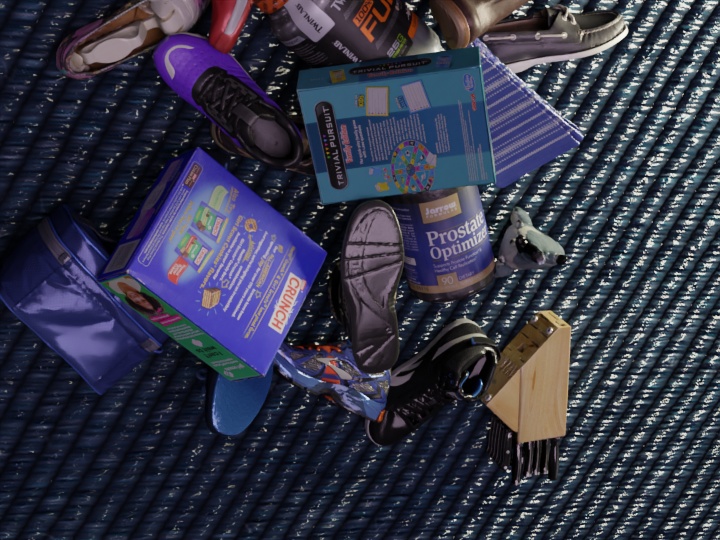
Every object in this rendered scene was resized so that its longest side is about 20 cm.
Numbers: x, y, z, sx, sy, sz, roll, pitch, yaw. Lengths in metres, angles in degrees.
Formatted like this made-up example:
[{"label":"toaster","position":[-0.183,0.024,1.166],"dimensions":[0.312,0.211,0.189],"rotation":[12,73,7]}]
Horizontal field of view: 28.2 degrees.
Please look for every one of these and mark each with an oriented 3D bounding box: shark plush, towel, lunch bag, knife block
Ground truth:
[{"label":"shark plush","position":[0.215,-0.032,1.732],"dimensions":[0.083,0.200,0.091],"rotation":[20,83,3]},{"label":"towel","position":[0.151,-0.184,1.701],"dimensions":[0.200,0.024,0.144],"rotation":[37,135,-25]},{"label":"lunch bag","position":[-0.296,0.030,1.601],"dimensions":[0.132,0.136,0.200],"rotation":[-43,115,0]},{"label":"knife block","position":[0.237,0.178,1.873],"dimensions":[0.200,0.064,0.175],"rotation":[-48,116,1]}]

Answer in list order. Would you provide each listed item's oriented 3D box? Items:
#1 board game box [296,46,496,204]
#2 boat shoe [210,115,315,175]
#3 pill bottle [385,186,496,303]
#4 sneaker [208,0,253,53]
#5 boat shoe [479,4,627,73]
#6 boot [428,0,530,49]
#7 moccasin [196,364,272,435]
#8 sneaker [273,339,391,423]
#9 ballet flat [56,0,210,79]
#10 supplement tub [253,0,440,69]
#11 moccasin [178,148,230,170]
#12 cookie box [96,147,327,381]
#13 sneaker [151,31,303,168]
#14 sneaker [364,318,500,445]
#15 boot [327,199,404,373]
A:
[{"label":"board game box","position":[0.042,-0.158,1.578],"dimensions":[0.199,0.047,0.152],"rotation":[-6,126,7]},{"label":"boat shoe","position":[-0.073,-0.143,1.651],"dimensions":[0.199,0.073,0.075],"rotation":[6,107,-20]},{"label":"pill bottle","position":[0.089,-0.073,1.709],"dimensions":[0.111,0.112,0.201],"rotation":[-20,114,-11]},{"label":"sneaker","position":[-0.165,-0.336,1.539],"dimensions":[0.115,0.078,0.201],"rotation":[15,70,-12]},{"label":"boat shoe","position":[0.221,-0.284,1.706],"dimensions":[0.199,0.074,0.061],"rotation":[-14,117,-5]},{"label":"boot","position":[0.160,-0.314,1.597],"dimensions":[0.166,0.200,0.073],"rotation":[-22,107,5]},{"label":"moccasin","position":[-0.140,0.096,1.667],"dimensions":[0.080,0.068,0.201],"rotation":[29,66,-32]},{"label":"sneaker","position":[-0.045,0.115,1.761],"dimensions":[0.199,0.075,0.079],"rotation":[28,83,-28]},{"label":"ballet flat","position":[-0.238,-0.263,1.556],"dimensions":[0.199,0.071,0.069],"rotation":[-31,120,-7]},{"label":"supplement tub","position":[-0.017,-0.273,1.598],"dimensions":[0.200,0.123,0.123],"rotation":[37,94,-26]},{"label":"moccasin","position":[-0.174,-0.039,1.651],"dimensions":[0.068,0.080,0.201],"rotation":[-5,111,-22]},{"label":"cookie box","position":[-0.158,-0.003,1.569],"dimensions":[0.200,0.075,0.172],"rotation":[40,62,-25]},{"label":"sneaker","position":[-0.133,-0.179,1.534],"dimensions":[0.200,0.100,0.070],"rotation":[39,95,-21]},{"label":"sneaker","position":[0.090,0.152,1.787],"dimensions":[0.073,0.112,0.200],"rotation":[41,92,-25]},{"label":"boot","position":[-0.001,0.001,1.681],"dimensions":[0.073,0.154,0.205],"rotation":[-6,110,-12]}]
